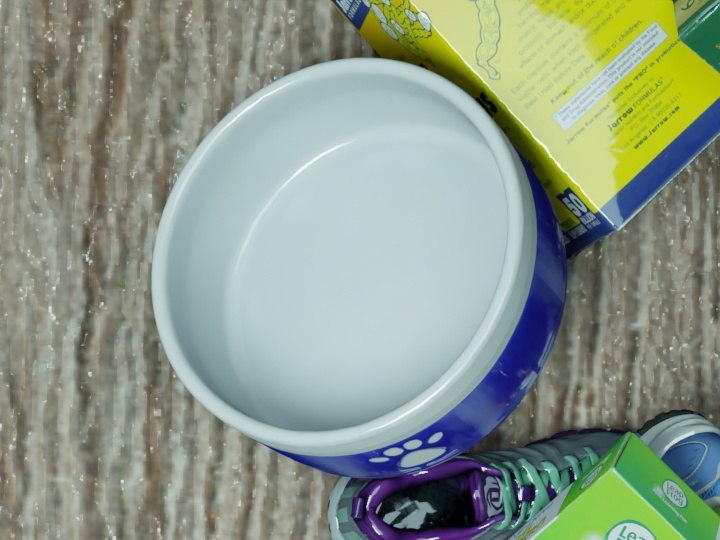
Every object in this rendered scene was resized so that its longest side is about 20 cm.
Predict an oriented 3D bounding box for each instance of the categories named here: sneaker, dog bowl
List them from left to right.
[{"bbox_3d":[0.000,0.000,1.044,0.199,0.079,0.201,-9,68,22],"label":"dog bowl"},{"bbox_3d":[0.085,0.123,1.081,0.199,0.088,0.075,-8,83,-9],"label":"sneaker"},{"bbox_3d":[0.163,0.177,1.068,0.075,0.077,0.201,-4,105,-26],"label":"sneaker"}]

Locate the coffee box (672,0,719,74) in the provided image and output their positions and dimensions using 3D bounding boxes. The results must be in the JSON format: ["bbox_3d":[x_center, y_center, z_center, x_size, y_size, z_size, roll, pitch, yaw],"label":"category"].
[{"bbox_3d":[0.243,-0.108,1.093,0.200,0.123,0.044,37,122,-21],"label":"coffee box"}]

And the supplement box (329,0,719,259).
[{"bbox_3d":[0.092,-0.120,1.105,0.109,0.109,0.200,-42,89,-11],"label":"supplement box"}]

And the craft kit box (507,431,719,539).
[{"bbox_3d":[0.138,0.212,1.040,0.200,0.049,0.198,43,119,0],"label":"craft kit box"}]
